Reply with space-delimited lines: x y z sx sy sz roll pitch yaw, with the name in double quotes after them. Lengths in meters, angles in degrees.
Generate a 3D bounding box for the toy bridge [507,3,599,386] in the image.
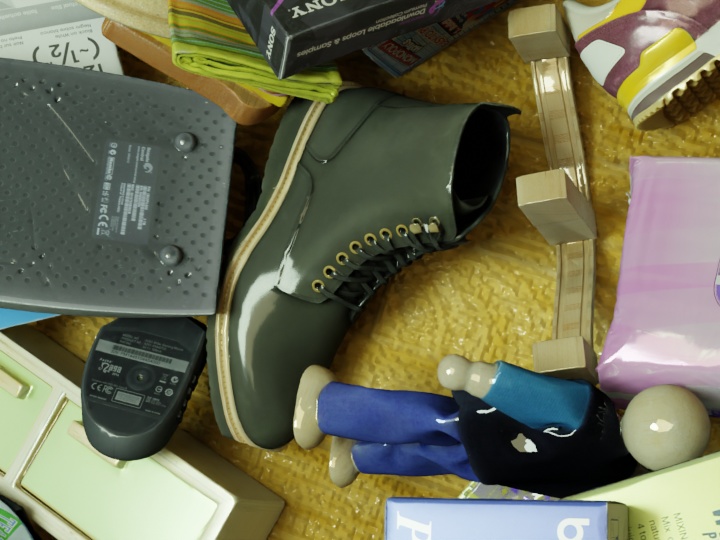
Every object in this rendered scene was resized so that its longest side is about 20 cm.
0.100 -0.030 0.828 0.027 0.067 0.201 -9 69 19 "toy bridge"

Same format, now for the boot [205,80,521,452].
0.000 0.000 0.834 0.138 0.077 0.201 8 85 47 "boot"

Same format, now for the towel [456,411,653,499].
0.123 0.167 0.813 0.144 0.023 0.200 -47 68 7 "towel"

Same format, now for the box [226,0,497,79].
-0.024 -0.197 0.817 0.143 0.036 0.200 -23 66 -23 "box"

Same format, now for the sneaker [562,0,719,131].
0.192 -0.161 0.812 0.200 0.075 0.090 -38 75 11 "sneaker"

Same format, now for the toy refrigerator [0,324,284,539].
-0.148 0.106 0.905 0.200 0.070 0.076 32 94 24 "toy refrigerator"

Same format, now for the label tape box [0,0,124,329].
-0.197 -0.074 0.921 0.143 0.066 0.201 -14 69 -14 "label tape box"

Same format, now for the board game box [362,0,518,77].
0.049 -0.215 0.885 0.200 0.062 0.200 -44 69 9 "board game box"

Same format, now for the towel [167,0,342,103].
-0.060 -0.168 0.833 0.018 0.086 0.201 -54 34 43 "towel"

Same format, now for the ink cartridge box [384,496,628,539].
0.057 0.192 0.653 0.094 0.044 0.201 -2 80 20 "ink cartridge box"

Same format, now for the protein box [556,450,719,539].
0.148 0.190 0.714 0.199 0.135 0.199 -20 74 18 "protein box"

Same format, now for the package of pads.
0.214 0.011 0.765 0.199 0.076 0.121 4 69 21 "package of pads"

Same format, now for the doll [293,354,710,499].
0.066 0.075 0.775 0.199 0.137 0.049 -1 55 30 "doll"

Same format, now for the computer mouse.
-0.097 0.017 0.888 0.058 0.034 0.201 16 59 10 "computer mouse"

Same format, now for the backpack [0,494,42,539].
-0.255 0.200 0.874 0.199 0.154 0.191 11 98 22 "backpack"

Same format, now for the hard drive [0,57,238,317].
-0.168 -0.040 0.855 0.199 0.042 0.136 7 68 -7 "hard drive"

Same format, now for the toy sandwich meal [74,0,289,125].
-0.103 -0.164 0.879 0.205 0.205 0.070 47 134 21 "toy sandwich meal"
